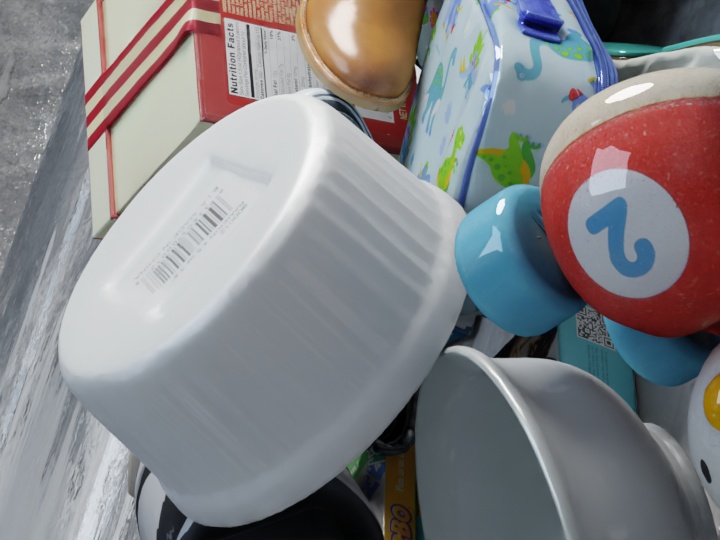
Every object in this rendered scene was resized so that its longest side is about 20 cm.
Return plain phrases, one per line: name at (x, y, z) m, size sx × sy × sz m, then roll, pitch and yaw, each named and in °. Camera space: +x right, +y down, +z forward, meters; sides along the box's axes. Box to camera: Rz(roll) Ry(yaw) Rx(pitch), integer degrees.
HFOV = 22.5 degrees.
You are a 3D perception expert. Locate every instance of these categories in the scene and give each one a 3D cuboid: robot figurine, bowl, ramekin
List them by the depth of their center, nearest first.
bowl at (0.099, 0.123, 0.806) m, size 0.201 × 0.090 × 0.203 m, roll 168°, pitch 90°, yaw -74°
ramekin at (-0.052, 0.011, 0.861) m, size 0.200 × 0.098 × 0.201 m, roll -36°, pitch 28°, yaw 22°
robot figurine at (-0.059, 0.143, 0.987) m, size 0.151 × 0.124 × 0.200 m, roll -65°, pitch 21°, yaw 10°

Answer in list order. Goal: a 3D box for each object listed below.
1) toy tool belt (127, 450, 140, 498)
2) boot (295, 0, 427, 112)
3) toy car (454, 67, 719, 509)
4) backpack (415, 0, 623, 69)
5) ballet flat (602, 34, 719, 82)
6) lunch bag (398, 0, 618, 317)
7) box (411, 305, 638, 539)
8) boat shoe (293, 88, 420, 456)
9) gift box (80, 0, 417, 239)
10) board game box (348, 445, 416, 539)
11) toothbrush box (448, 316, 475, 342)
toy tool belt at (-0.073, 0.069, 1.150) m, size 0.125 × 0.122 × 0.201 m, roll -73°, pitch -5°, yaw -59°
boot at (0.033, -0.198, 1.030) m, size 0.156 × 0.076 × 0.201 m, roll -56°, pitch 13°, yaw 42°
toy car at (0.158, 0.034, 0.705) m, size 0.184 × 0.176 × 0.202 m, roll -35°, pitch 49°, yaw 39°
backpack at (0.097, -0.185, 1.138) m, size 0.201 × 0.126 × 0.167 m, roll -89°, pitch 24°, yaw -52°
ballet flat at (0.165, -0.091, 0.962) m, size 0.070 × 0.069 × 0.200 m, roll -69°, pitch 20°, yaw -2°
lunch bag at (0.076, -0.074, 0.966) m, size 0.200 × 0.082 × 0.162 m, roll -99°, pitch 21°, yaw -65°
box at (0.077, 0.103, 1.002) m, size 0.200 × 0.049 × 0.083 m, roll -51°, pitch 26°, yaw 42°
boat shoe at (0.000, 0.000, 0.998) m, size 0.091 × 0.070 × 0.202 m, roll -162°, pitch 62°, yaw -68°
gift box at (-0.065, -0.102, 1.165) m, size 0.187 × 0.199 × 0.186 m, roll -37°, pitch 48°, yaw 50°
board game box at (0.001, 0.154, 1.046) m, size 0.096 × 0.030 × 0.201 m, roll -52°, pitch 27°, yaw 40°
toothbrush box at (0.016, -0.020, 1.249) m, size 0.200 × 0.085 × 0.148 m, roll -25°, pitch 46°, yaw 65°
